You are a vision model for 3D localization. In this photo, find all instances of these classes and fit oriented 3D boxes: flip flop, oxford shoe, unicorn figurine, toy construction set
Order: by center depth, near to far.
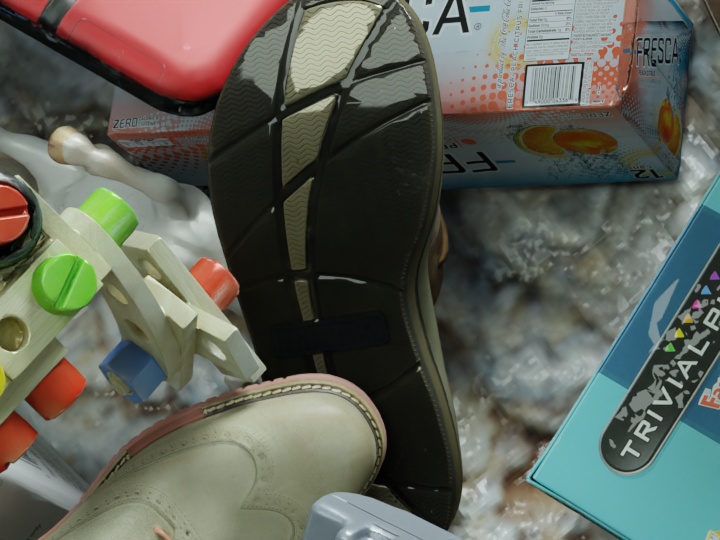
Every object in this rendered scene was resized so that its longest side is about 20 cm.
[{"bbox_3d":[-0.106,0.049,0.850,0.200,0.131,0.092,-52,13,-33],"label":"toy construction set"},{"bbox_3d":[-0.075,0.106,0.915,0.200,0.074,0.071,-35,105,2],"label":"oxford shoe"},{"bbox_3d":[0.000,0.000,0.948,0.081,0.058,0.200,-4,108,16],"label":"flip flop"},{"bbox_3d":[-0.082,-0.009,0.999,0.074,0.137,0.200,-56,44,10],"label":"unicorn figurine"}]

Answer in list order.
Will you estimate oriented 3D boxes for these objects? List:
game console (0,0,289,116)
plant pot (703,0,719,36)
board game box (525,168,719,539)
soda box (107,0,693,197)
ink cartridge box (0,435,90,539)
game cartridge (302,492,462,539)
[{"bbox_3d":[-0.082,-0.129,1.032,0.172,0.119,0.200,30,56,10],"label":"game console"},{"bbox_3d":[0.204,-0.116,0.846,0.200,0.187,0.187,-27,62,15],"label":"plant pot"},{"bbox_3d":[0.175,0.055,0.882,0.200,0.047,0.151,31,88,32],"label":"board game box"},{"bbox_3d":[0.014,-0.068,0.993,0.200,0.068,0.064,-1,69,26],"label":"soda box"},{"bbox_3d":[-0.195,0.054,0.974,0.145,0.200,0.084,40,92,32],"label":"ink cartridge box"},{"bbox_3d":[0.055,0.161,0.787,0.200,0.042,0.133,25,116,24],"label":"game cartridge"}]
